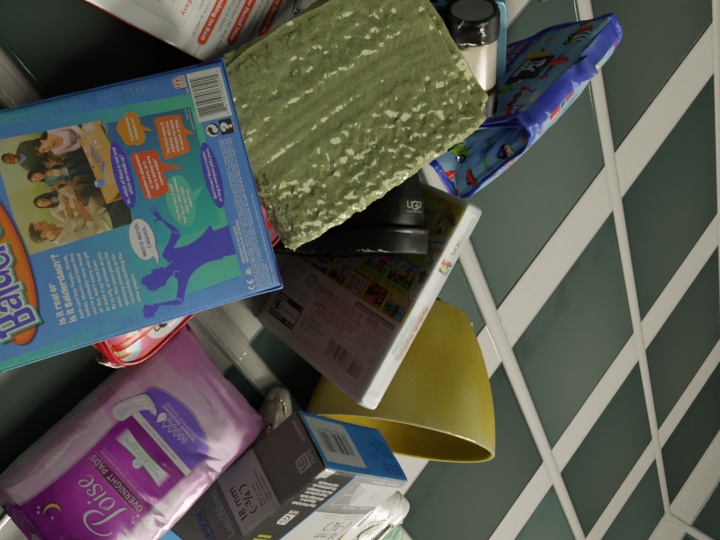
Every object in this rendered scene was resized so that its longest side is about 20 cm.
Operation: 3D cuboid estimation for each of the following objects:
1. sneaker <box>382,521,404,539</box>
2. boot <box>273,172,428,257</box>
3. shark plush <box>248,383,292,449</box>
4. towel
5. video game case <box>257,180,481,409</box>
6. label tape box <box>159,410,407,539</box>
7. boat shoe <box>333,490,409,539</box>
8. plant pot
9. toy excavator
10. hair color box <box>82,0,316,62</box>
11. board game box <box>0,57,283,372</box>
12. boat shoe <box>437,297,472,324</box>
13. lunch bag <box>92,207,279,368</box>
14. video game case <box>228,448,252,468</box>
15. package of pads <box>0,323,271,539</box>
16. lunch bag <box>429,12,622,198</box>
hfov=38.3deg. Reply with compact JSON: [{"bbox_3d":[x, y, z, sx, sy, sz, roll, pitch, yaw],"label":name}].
[{"bbox_3d":[0.005,0.243,1.102,0.074,0.118,0.200,-47,169,-9],"label":"sneaker"},{"bbox_3d":[-0.017,-0.096,0.858,0.076,0.200,0.169,4,86,-42],"label":"boot"},{"bbox_3d":[-0.086,0.217,1.065,0.083,0.090,0.201,-86,171,-55],"label":"shark plush"},{"bbox_3d":[-0.010,-0.122,0.742,0.200,0.036,0.149,-38,104,-18],"label":"towel"},{"bbox_3d":[0.000,0.000,0.899,0.023,0.200,0.183,27,92,-34],"label":"video game case"},{"bbox_3d":[-0.076,0.213,0.904,0.200,0.063,0.144,-41,149,15],"label":"label tape box"},{"bbox_3d":[-0.031,0.278,0.995,0.069,0.071,0.200,36,109,-29],"label":"boat shoe"},{"bbox_3d":[0.051,0.108,1.086,0.200,0.199,0.143,41,55,-57],"label":"plant pot"},{"bbox_3d":[0.093,-0.232,0.941,0.193,0.201,0.100,-6,134,1],"label":"toy excavator"},{"bbox_3d":[-0.114,-0.206,0.699,0.200,0.064,0.111,19,100,-56],"label":"hair color box"},{"bbox_3d":[-0.164,-0.035,0.647,0.199,0.045,0.153,-16,98,-18],"label":"board game box"},{"bbox_3d":[0.063,0.132,1.196,0.072,0.076,0.201,19,99,-58],"label":"boat shoe"},{"bbox_3d":[-0.146,-0.028,0.784,0.200,0.082,0.177,-43,148,-23],"label":"lunch bag"},{"bbox_3d":[-0.124,0.249,1.001,0.181,0.022,0.201,-17,134,-9],"label":"video game case"},{"bbox_3d":[-0.181,0.147,0.829,0.200,0.076,0.121,-44,101,-25],"label":"package of pads"},{"bbox_3d":[0.158,-0.159,0.981,0.094,0.200,0.151,49,67,-12],"label":"lunch bag"}]
